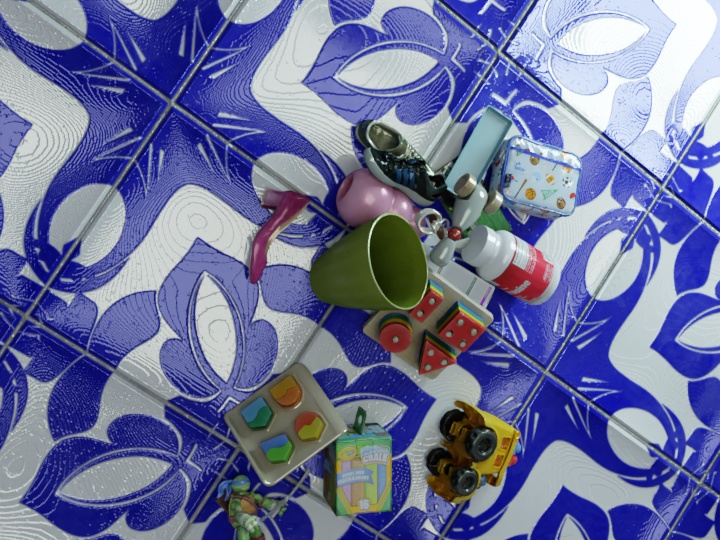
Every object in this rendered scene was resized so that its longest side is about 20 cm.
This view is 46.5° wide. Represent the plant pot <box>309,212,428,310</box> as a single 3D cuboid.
[{"bbox_3d":[0.000,0.000,1.659,0.186,0.199,0.189,18,66,-46],"label":"plant pot"}]

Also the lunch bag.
[{"bbox_3d":[0.374,-0.203,1.797,0.198,0.075,0.162,15,83,-17],"label":"lunch bag"}]

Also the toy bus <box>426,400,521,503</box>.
[{"bbox_3d":[0.260,0.404,1.808,0.191,0.135,0.202,21,92,-30],"label":"toy bus"}]

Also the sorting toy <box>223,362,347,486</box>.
[{"bbox_3d":[-0.153,0.304,1.685,0.199,0.037,0.185,-33,62,-11],"label":"sorting toy"}]

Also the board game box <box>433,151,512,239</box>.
[{"bbox_3d":[0.234,-0.143,1.800,0.104,0.023,0.201,-34,101,-11],"label":"board game box"}]

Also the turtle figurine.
[{"bbox_3d":[-0.194,0.515,1.690,0.198,0.144,0.196,-1,99,-10],"label":"turtle figurine"}]

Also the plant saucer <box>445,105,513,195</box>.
[{"bbox_3d":[0.247,-0.247,1.776,0.070,0.019,0.201,30,88,-14],"label":"plant saucer"}]

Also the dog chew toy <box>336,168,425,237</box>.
[{"bbox_3d":[0.049,-0.123,1.712,0.199,0.124,0.125,29,88,-22],"label":"dog chew toy"}]

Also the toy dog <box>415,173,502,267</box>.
[{"bbox_3d":[0.195,-0.107,1.714,0.199,0.096,0.132,-37,103,-10],"label":"toy dog"}]

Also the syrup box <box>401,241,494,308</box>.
[{"bbox_3d":[0.176,0.019,1.770,0.199,0.079,0.082,31,87,-14],"label":"syrup box"}]

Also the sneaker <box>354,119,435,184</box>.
[{"bbox_3d":[0.075,-0.238,1.711,0.200,0.090,0.067,38,85,-7],"label":"sneaker"}]

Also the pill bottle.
[{"bbox_3d":[0.316,-0.014,1.769,0.199,0.112,0.113,27,88,-24],"label":"pill bottle"}]

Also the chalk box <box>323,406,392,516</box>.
[{"bbox_3d":[-0.008,0.387,1.734,0.123,0.124,0.202,-2,94,-13],"label":"chalk box"}]

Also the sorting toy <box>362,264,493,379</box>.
[{"bbox_3d":[0.139,0.122,1.728,0.199,0.070,0.199,35,113,-16],"label":"sorting toy"}]

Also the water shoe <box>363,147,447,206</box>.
[{"bbox_3d":[0.091,-0.203,1.664,0.199,0.072,0.079,28,124,-37],"label":"water shoe"}]

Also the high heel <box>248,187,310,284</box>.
[{"bbox_3d":[-0.166,-0.064,1.689,0.095,0.067,0.202,12,79,-4],"label":"high heel"}]
